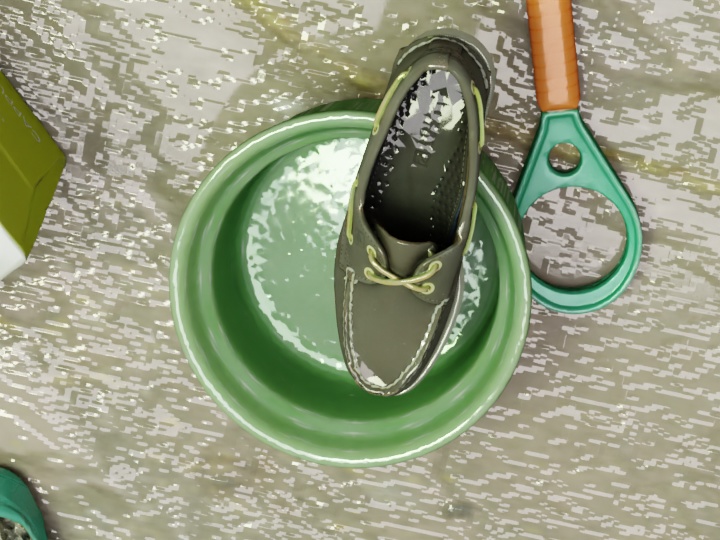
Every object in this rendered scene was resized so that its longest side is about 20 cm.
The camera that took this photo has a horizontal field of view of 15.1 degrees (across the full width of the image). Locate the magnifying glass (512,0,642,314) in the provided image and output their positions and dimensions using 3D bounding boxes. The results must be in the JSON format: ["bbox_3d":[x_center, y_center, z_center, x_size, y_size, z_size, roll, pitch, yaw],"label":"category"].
[{"bbox_3d":[0.115,-0.072,1.538,0.079,0.022,0.201,-6,106,5],"label":"magnifying glass"}]

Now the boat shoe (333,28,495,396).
[{"bbox_3d":[0.024,-0.024,1.419,0.072,0.060,0.203,13,106,5],"label":"boat shoe"}]

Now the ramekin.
[{"bbox_3d":[0.000,0.000,1.514,0.199,0.098,0.201,2,105,8],"label":"ramekin"}]

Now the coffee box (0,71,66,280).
[{"bbox_3d":[-0.299,-0.056,1.461,0.197,0.200,0.200,-35,103,11],"label":"coffee box"}]

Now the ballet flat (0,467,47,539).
[{"bbox_3d":[-0.201,0.215,1.610,0.067,0.070,0.201,-16,106,6],"label":"ballet flat"}]
